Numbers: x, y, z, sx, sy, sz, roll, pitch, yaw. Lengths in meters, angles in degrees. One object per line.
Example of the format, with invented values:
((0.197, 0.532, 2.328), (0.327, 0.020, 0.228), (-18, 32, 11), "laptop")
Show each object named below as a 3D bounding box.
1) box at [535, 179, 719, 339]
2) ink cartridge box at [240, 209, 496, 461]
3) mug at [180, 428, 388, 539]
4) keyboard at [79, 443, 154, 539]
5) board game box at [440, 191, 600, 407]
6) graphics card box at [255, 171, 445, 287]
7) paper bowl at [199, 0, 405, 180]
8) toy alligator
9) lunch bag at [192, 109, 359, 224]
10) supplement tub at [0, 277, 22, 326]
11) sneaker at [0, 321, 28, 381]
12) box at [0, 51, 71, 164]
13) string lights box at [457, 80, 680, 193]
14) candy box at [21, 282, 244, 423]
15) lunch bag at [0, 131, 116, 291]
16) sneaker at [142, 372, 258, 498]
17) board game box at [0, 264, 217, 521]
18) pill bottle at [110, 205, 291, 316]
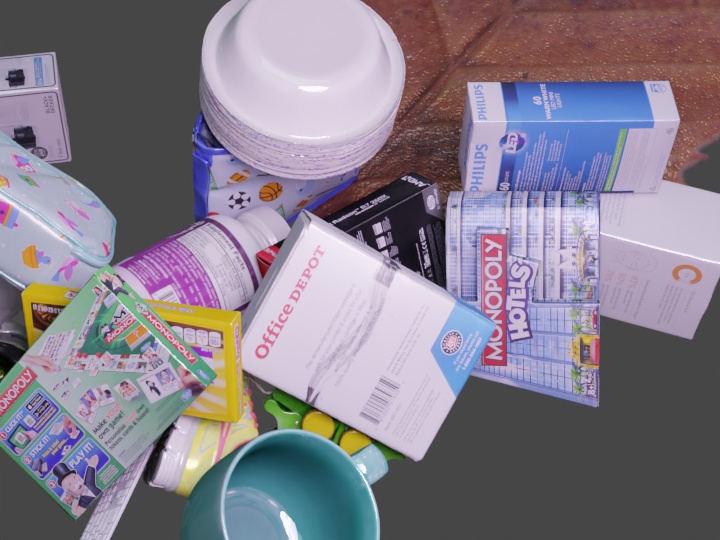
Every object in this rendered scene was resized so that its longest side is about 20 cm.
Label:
((0.267, -0.026, 1.279), (0.198, 0.125, 0.098), (15, 52, 8), "box")
((-0.001, 0.058, 1.132), (0.199, 0.084, 0.146), (29, 96, -13), "ink cartridge box")
((-0.063, 0.225, 1.058), (0.183, 0.114, 0.154), (10, 61, -32), "mug")
((-0.235, 0.240, 1.083), (0.011, 0.056, 0.201), (36, 51, -19), "keyboard")
((0.134, 0.027, 1.210), (0.197, 0.203, 0.062), (0, 14, 10), "board game box")
((0.000, 0.000, 1.237), (0.199, 0.127, 0.051), (-29, 32, -23), "graphics card box")
((-0.055, -0.196, 1.194), (0.198, 0.105, 0.203), (5, 60, -8), "paper bowl")
((-0.054, 0.146, 1.149), (0.198, 0.059, 0.055), (27, 92, -9), "toy alligator")
((-0.098, -0.131, 1.305), (0.199, 0.171, 0.124), (-38, 67, -26), "lunch bag")
((-0.405, -0.046, 1.247), (0.121, 0.123, 0.201), (-12, 53, -13), "supplement tub")
((-0.390, 0.106, 1.144), (0.198, 0.075, 0.087), (-17, 22, -21), "sneaker")
((-0.422, -0.166, 1.345), (0.197, 0.117, 0.061), (-9, 53, -10), "box")
((0.200, -0.128, 1.210), (0.197, 0.103, 0.059), (0, 51, -3), "string lights box")
((-0.199, 0.072, 1.088), (0.197, 0.103, 0.026), (7, 30, 13), "candy box")
((-0.322, -0.064, 1.148), (0.199, 0.077, 0.161), (37, 15, -19), "lunch bag")
((-0.129, 0.138, 1.165), (0.090, 0.078, 0.201), (30, 49, -9), "sneaker")
((-0.234, 0.109, 1.076), (0.135, 0.200, 0.029), (45, 24, -2), "board game box")
((-0.158, 0.014, 1.221), (0.199, 0.113, 0.112), (-30, 59, -33), "pill bottle")
